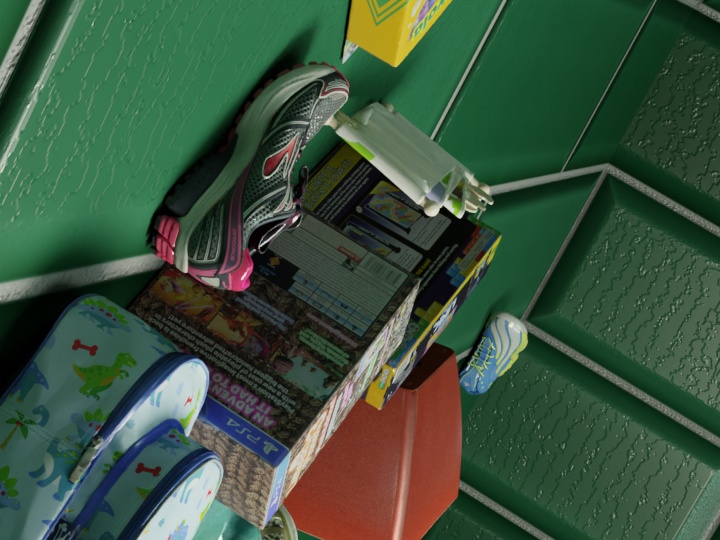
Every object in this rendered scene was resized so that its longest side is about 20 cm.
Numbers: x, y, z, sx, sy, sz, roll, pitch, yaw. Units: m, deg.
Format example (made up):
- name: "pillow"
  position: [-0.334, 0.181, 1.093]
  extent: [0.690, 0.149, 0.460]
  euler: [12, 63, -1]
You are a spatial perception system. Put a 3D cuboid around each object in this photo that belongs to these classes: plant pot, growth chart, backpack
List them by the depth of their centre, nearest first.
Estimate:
- name: "backpack"
  position: [-0.172, 0.131, 1.154]
  extent: [0.201, 0.146, 0.183]
  euler: [-60, 171, -12]
- name: "growth chart"
  position: [0.047, -0.095, 1.529]
  extent: [0.018, 0.145, 0.200]
  euler: [-49, 174, 17]
- name: "plant pot"
  position: [-0.001, 0.158, 1.867]
  extent: [0.200, 0.199, 0.178]
  euler: [-35, 141, -63]

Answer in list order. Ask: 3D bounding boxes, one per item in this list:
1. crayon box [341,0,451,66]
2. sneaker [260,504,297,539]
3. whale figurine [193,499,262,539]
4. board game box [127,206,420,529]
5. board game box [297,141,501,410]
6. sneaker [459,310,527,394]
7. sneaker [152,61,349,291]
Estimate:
- name: "crayon box"
  position: [0.047, -0.247, 1.370]
  extent: [0.126, 0.051, 0.200]
  euler: [-53, 167, -29]
- name: "sneaker"
  position: [-0.119, 0.182, 1.483]
  extent: [0.077, 0.201, 0.088]
  euler: [-34, 153, 16]
- name: "whale figurine"
  position: [-0.144, 0.168, 1.344]
  extent: [0.200, 0.158, 0.104]
  euler: [-75, -174, -70]
- name: "board game box"
  position: [-0.078, 0.057, 1.328]
  extent: [0.200, 0.159, 0.097]
  euler: [-51, 166, -32]
- name: "board game box"
  position: [0.000, 0.000, 1.494]
  extent: [0.200, 0.165, 0.057]
  euler: [-48, 163, -43]
- name: "sneaker"
  position: [0.217, 0.149, 2.985]
  extent: [0.105, 0.075, 0.200]
  euler: [-52, 167, -27]
- name: "sneaker"
  position: [-0.066, -0.066, 1.286]
  extent: [0.200, 0.074, 0.081]
  euler: [-54, 167, -26]
